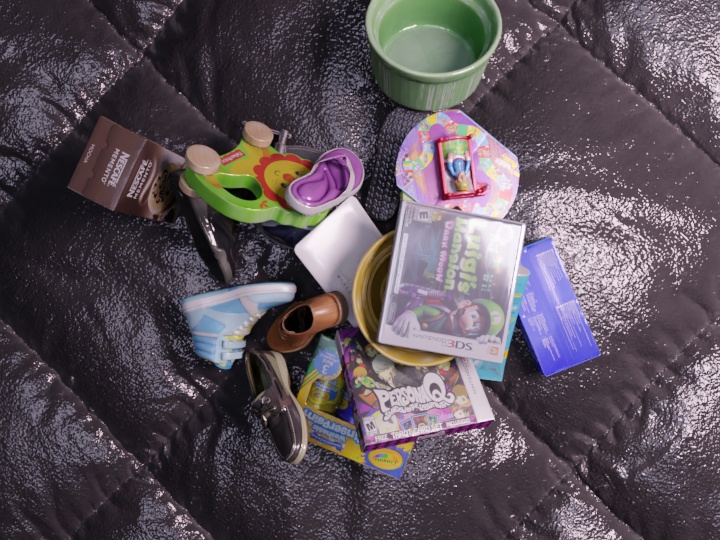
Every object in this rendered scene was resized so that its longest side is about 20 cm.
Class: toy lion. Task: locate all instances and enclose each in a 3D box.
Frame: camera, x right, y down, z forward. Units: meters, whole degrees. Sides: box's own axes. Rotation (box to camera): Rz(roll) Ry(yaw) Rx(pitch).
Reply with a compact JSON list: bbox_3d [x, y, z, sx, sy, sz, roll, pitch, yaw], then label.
[{"bbox_3d":[-0.139,-0.130,0.812,0.191,0.200,0.069,40,132,7],"label":"toy lion"}]

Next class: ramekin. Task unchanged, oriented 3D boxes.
[{"bbox_3d":[0.106,-0.344,0.821,0.198,0.098,0.201,0,69,1],"label":"ramekin"}]

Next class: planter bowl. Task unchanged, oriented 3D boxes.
[{"bbox_3d":[0.083,0.036,0.798,0.199,0.083,0.202,0,90,-6],"label":"planter bowl"}]

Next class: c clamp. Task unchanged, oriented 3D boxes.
[{"bbox_3d":[-0.128,-0.139,0.906,0.170,0.027,0.202,9,89,0],"label":"c clamp"}]

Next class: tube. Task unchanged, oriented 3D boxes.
[{"bbox_3d":[0.211,0.085,0.840,0.077,0.050,0.201,10,113,-1],"label":"tube"}]

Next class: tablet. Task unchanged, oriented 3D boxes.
[{"bbox_3d":[0.000,0.000,0.840,0.130,0.014,0.200,-44,112,-17],"label":"tablet"}]

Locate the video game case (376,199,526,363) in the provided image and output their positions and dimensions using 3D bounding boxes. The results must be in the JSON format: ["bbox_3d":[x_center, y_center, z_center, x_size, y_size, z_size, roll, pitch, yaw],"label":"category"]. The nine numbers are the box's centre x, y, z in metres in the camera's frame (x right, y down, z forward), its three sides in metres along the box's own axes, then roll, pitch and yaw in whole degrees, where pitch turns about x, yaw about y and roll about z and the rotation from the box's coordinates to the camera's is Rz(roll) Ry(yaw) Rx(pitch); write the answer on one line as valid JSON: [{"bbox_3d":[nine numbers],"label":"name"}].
[{"bbox_3d":[0.127,0.016,0.749,0.180,0.023,0.201,10,89,-5],"label":"video game case"}]

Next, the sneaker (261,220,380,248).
[{"bbox_3d":[-0.069,-0.021,0.863,0.199,0.070,0.109,12,92,-9],"label":"sneaker"}]

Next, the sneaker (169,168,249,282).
[{"bbox_3d":[-0.224,-0.083,0.884,0.114,0.076,0.201,-31,116,-35],"label":"sneaker"}]

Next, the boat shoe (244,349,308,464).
[{"bbox_3d":[-0.139,0.206,0.832,0.072,0.066,0.201,-48,44,24],"label":"boat shoe"}]

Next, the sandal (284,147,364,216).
[{"bbox_3d":[-0.041,-0.144,0.819,0.082,0.203,0.050,36,131,-2],"label":"sandal"}]

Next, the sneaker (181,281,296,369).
[{"bbox_3d":[-0.190,0.090,0.883,0.199,0.080,0.132,-11,87,14],"label":"sneaker"}]

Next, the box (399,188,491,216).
[{"bbox_3d":[0.141,-0.032,0.861,0.143,0.036,0.202,-5,89,-5],"label":"box"}]

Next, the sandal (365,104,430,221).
[{"bbox_3d":[0.058,-0.179,0.883,0.075,0.045,0.201,22,106,10],"label":"sandal"}]

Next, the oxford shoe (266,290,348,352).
[{"bbox_3d":[-0.104,0.083,0.833,0.200,0.071,0.072,-35,72,46],"label":"oxford shoe"}]

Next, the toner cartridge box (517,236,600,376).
[{"bbox_3d":[0.294,0.056,0.856,0.094,0.043,0.201,-22,88,3],"label":"toner cartridge box"}]

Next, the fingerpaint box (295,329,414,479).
[{"bbox_3d":[0.002,0.212,0.866,0.199,0.073,0.168,22,92,5],"label":"fingerpaint box"}]

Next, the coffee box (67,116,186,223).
[{"bbox_3d":[-0.340,-0.146,0.833,0.079,0.200,0.114,27,93,5],"label":"coffee box"}]

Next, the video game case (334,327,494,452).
[{"bbox_3d":[0.076,0.160,0.801,0.199,0.036,0.182,-6,55,-14],"label":"video game case"}]

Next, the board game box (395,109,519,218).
[{"bbox_3d":[0.157,-0.154,0.825,0.200,0.039,0.158,38,86,-5],"label":"board game box"}]
